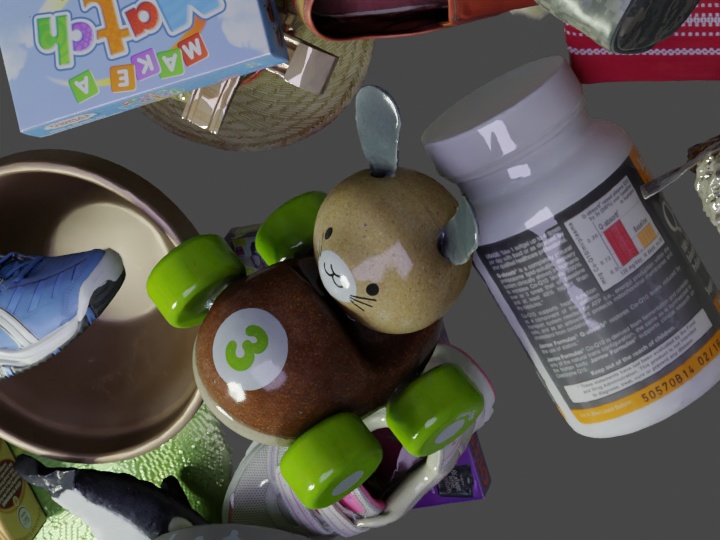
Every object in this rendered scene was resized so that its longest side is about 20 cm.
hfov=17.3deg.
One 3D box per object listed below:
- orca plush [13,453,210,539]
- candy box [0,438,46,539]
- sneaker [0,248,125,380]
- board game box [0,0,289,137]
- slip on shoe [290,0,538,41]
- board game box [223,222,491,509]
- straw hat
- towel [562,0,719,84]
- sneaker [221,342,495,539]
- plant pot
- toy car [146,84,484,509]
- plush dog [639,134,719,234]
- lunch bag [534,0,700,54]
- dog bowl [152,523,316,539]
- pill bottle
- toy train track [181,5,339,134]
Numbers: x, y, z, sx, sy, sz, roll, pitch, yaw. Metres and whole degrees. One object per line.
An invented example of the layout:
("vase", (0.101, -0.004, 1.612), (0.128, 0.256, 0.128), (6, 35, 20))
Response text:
("orca plush", (-0.141, 0.164, 1.537), (0.200, 0.071, 0.105), (35, 129, -27))
("candy box", (-0.307, 0.110, 1.573), (0.117, 0.056, 0.200), (-19, 109, 23))
("sneaker", (-0.231, 0.020, 1.393), (0.200, 0.076, 0.077), (-17, 112, 21))
("board game box", (-0.135, -0.190, 1.292), (0.151, 0.037, 0.200), (-16, 85, 15))
("slip on shoe", (0.058, -0.158, 1.263), (0.200, 0.061, 0.074), (-8, 129, 4))
("board game box", (-0.002, 0.058, 1.476), (0.120, 0.032, 0.200), (-12, 110, 17))
("straw hat", (-0.089, -0.148, 1.372), (0.201, 0.085, 0.201), (6, 115, 13))
("towel", (0.175, -0.182, 1.278), (0.144, 0.023, 0.200), (0, 132, 14))
("sneaker", (-0.012, 0.121, 1.441), (0.200, 0.088, 0.081), (-37, 100, 26))
("plant pot", (-0.169, 0.011, 1.466), (0.200, 0.093, 0.201), (6, 115, 13))
("toy car", (0.000, 0.000, 1.301), (0.164, 0.158, 0.200), (52, 141, 19))
("plush dog", (0.264, -0.010, 1.303), (0.172, 0.200, 0.160), (60, 149, -4))
("lunch bag", (0.117, -0.223, 1.156), (0.168, 0.139, 0.200), (38, 109, 15))
("dog bowl", (-0.064, 0.227, 1.483), (0.200, 0.059, 0.200), (8, 145, 6))
("pill bottle", (0.124, -0.014, 1.353), (0.116, 0.116, 0.200), (-24, 106, 25))
("toy train track", (-0.108, -0.149, 1.316), (0.200, 0.033, 0.115), (26, 100, 9))
